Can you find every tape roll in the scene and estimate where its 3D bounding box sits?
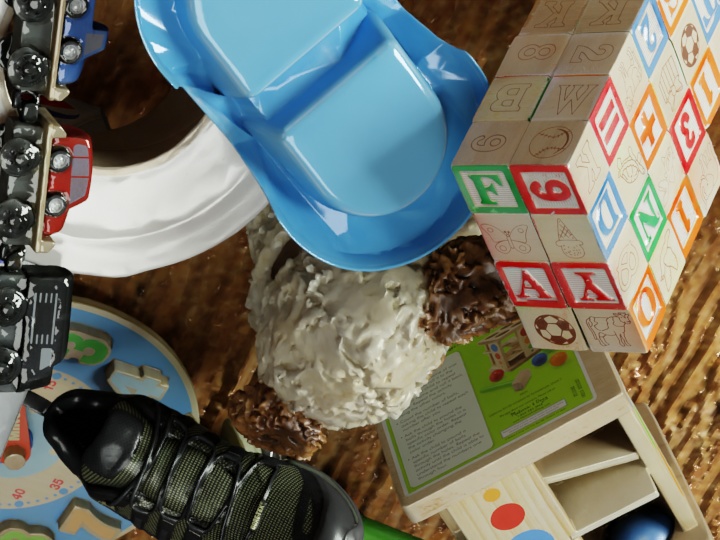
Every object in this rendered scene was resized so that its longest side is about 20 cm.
[{"bbox_3d":[-0.116,-0.103,1.104,0.201,0.071,0.204,-5,108,-15],"label":"tape roll"}]

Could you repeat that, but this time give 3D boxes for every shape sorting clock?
[{"bbox_3d":[-0.185,0.090,1.316,0.199,0.039,0.201,-4,129,-4],"label":"shape sorting clock"}]

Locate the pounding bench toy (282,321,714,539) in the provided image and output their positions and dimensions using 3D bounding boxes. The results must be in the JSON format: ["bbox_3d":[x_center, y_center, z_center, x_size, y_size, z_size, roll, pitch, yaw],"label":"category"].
[{"bbox_3d":[0.064,0.122,1.307,0.199,0.124,0.156,-28,127,6],"label":"pounding bench toy"}]

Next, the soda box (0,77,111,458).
[{"bbox_3d":[-0.186,0.009,1.205,0.068,0.063,0.201,15,111,-21],"label":"soda box"}]

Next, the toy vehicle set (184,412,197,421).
[{"bbox_3d":[-0.058,0.184,1.341,0.026,0.124,0.201,-27,137,-15],"label":"toy vehicle set"}]

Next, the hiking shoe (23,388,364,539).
[{"bbox_3d":[-0.088,0.110,1.207,0.101,0.199,0.076,25,85,-48],"label":"hiking shoe"}]

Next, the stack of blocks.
[{"bbox_3d":[0.120,-0.074,1.119,0.058,0.200,0.115,1,137,32],"label":"stack of blocks"}]

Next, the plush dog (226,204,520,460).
[{"bbox_3d":[0.000,0.000,1.181,0.200,0.172,0.160,-37,124,22],"label":"plush dog"}]

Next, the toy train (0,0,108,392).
[{"bbox_3d":[-0.137,-0.043,1.060,0.046,0.034,0.201,1,107,-21],"label":"toy train"}]

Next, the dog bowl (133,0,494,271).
[{"bbox_3d":[-0.023,-0.092,1.070,0.111,0.050,0.200,-40,116,-4],"label":"dog bowl"}]

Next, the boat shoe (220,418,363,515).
[{"bbox_3d":[-0.026,0.152,1.372,0.066,0.072,0.202,-21,127,-7],"label":"boat shoe"}]
